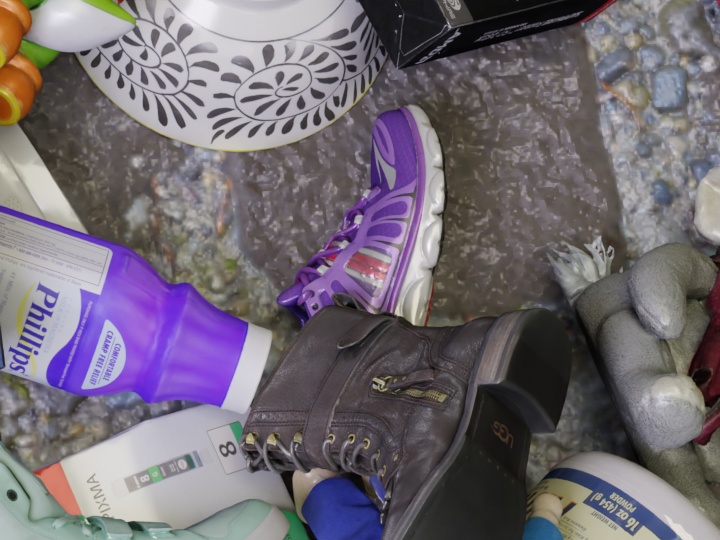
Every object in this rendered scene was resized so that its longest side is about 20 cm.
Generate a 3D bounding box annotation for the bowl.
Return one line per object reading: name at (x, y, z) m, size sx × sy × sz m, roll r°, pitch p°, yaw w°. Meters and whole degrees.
bowl at (-0.066, -0.175, 1.573) m, size 0.201 × 0.094 × 0.201 m, roll 3°, pitch 75°, yaw -11°

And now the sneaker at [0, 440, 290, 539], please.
sneaker at (-0.134, 0.122, 1.389) m, size 0.200 × 0.074 × 0.118 m, roll -21°, pitch 87°, yaw -29°

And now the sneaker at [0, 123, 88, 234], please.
sneaker at (-0.234, -0.050, 1.521) m, size 0.116 × 0.074 × 0.200 m, roll -38°, pitch 86°, yaw -8°

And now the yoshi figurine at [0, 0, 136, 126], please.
yoshi figurine at (-0.169, -0.180, 1.486) m, size 0.112 × 0.112 × 0.200 m, roll 50°, pitch 55°, yaw -26°

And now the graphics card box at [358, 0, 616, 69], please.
graphics card box at (0.063, -0.189, 1.579) m, size 0.200 × 0.051 × 0.126 m, roll -20°, pitch 79°, yaw -53°

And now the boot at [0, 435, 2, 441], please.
boot at (-0.219, 0.105, 1.460) m, size 0.075 × 0.097 × 0.200 m, roll 1°, pitch 75°, yaw -11°

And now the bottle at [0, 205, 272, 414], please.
bottle at (-0.147, 0.023, 1.476) m, size 0.200 × 0.084 × 0.065 m, roll 19°, pitch 36°, yaw -7°

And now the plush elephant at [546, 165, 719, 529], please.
plush elephant at (0.204, 0.031, 1.536) m, size 0.155 × 0.165 × 0.200 m, roll -23°, pitch 46°, yaw 1°

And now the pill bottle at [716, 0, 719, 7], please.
pill bottle at (0.294, -0.109, 1.623) m, size 0.120 × 0.120 × 0.200 m, roll -23°, pitch 82°, yaw -17°

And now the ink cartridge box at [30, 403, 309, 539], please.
ink cartridge box at (-0.106, 0.161, 1.451) m, size 0.200 × 0.050 × 0.161 m, roll -15°, pitch 77°, yaw -49°

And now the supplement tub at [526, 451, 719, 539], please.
supplement tub at (0.099, 0.208, 1.478) m, size 0.145 × 0.145 × 0.200 m, roll 45°, pitch 70°, yaw 2°

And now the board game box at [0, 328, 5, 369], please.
board game box at (-0.257, 0.009, 1.429) m, size 0.035 × 0.200 × 0.136 m, roll 3°, pitch 72°, yaw -42°

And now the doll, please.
doll at (0.041, 0.146, 1.427) m, size 0.136 × 0.200 × 0.049 m, roll -22°, pitch 122°, yaw -15°

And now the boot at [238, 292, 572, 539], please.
boot at (0.006, 0.094, 1.425) m, size 0.069 × 0.174 × 0.200 m, roll 51°, pitch 53°, yaw -33°

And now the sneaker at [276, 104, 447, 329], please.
sneaker at (0.000, 0.000, 1.551) m, size 0.083 × 0.081 × 0.200 m, roll 12°, pitch 73°, yaw -2°
